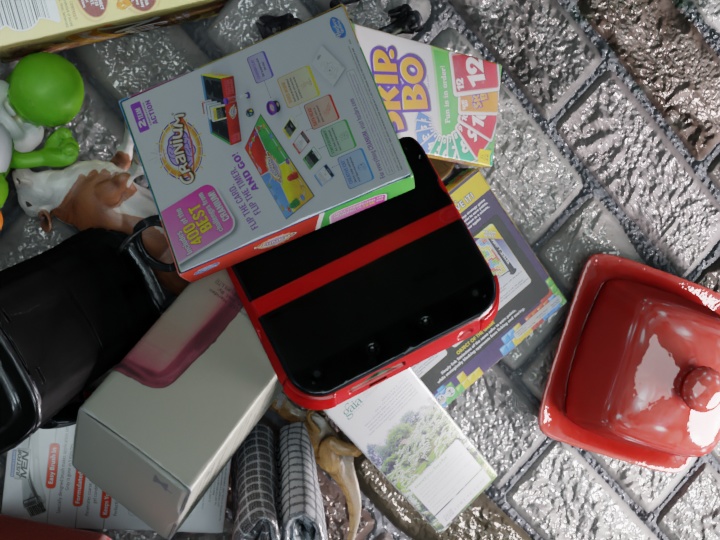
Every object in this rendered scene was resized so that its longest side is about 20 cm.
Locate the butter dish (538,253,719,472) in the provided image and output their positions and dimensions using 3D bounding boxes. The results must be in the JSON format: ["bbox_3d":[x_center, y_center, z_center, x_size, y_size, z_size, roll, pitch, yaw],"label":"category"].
[{"bbox_3d":[0.307,0.106,0.995,0.196,0.148,0.203,18,91,-16],"label":"butter dish"}]

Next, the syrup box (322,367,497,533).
[{"bbox_3d":[0.032,0.137,0.888,0.079,0.081,0.201,-43,122,-6],"label":"syrup box"}]

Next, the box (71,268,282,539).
[{"bbox_3d":[-0.136,0.099,0.835,0.108,0.128,0.201,35,54,4],"label":"box"}]

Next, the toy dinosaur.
[{"bbox_3d":[-0.022,0.182,0.973,0.105,0.060,0.202,-28,100,19],"label":"toy dinosaur"}]

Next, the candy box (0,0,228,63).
[{"bbox_3d":[-0.215,-0.226,0.836,0.197,0.115,0.056,-16,101,-12],"label":"candy box"}]

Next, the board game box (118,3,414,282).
[{"bbox_3d":[-0.075,-0.101,0.791,0.197,0.040,0.155,-22,79,1],"label":"board game box"}]

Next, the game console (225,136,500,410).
[{"bbox_3d":[0.000,0.000,0.816,0.197,0.031,0.179,-25,71,-12],"label":"game console"}]

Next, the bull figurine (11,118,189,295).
[{"bbox_3d":[-0.202,-0.054,0.875,0.199,0.066,0.121,35,123,-23],"label":"bull figurine"}]

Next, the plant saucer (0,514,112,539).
[{"bbox_3d":[-0.229,0.265,0.837,0.201,0.197,0.037,55,46,-39],"label":"plant saucer"}]

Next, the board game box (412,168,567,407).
[{"bbox_3d":[0.077,0.026,0.973,0.199,0.057,0.166,-38,102,-7],"label":"board game box"}]

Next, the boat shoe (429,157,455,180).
[{"bbox_3d":[0.031,-0.090,0.929,0.072,0.064,0.201,47,56,-24],"label":"boat shoe"}]

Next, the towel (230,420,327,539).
[{"bbox_3d":[-0.079,0.260,0.887,0.084,0.166,0.204,-1,108,-8],"label":"towel"}]

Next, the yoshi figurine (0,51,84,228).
[{"bbox_3d":[-0.283,-0.114,0.789,0.110,0.202,0.114,8,130,5],"label":"yoshi figurine"}]

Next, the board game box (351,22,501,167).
[{"bbox_3d":[0.044,-0.153,0.881,0.197,0.030,0.098,5,90,-34],"label":"board game box"}]

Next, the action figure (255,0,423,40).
[{"bbox_3d":[-0.033,-0.195,0.898,0.200,0.102,0.120,-41,107,-23],"label":"action figure"}]

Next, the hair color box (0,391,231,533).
[{"bbox_3d":[-0.219,0.173,0.907,0.196,0.064,0.113,7,94,-17],"label":"hair color box"}]

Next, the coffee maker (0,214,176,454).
[{"bbox_3d":[-0.250,0.040,0.771,0.134,0.200,0.193,37,111,1],"label":"coffee maker"}]
